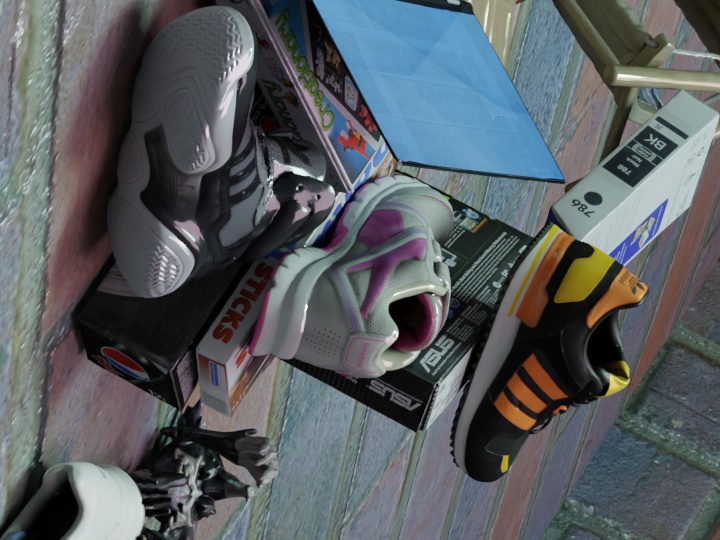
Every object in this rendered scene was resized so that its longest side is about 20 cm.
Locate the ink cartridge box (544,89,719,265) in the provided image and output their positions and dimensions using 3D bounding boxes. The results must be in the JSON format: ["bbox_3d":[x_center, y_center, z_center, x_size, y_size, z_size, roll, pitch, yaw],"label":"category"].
[{"bbox_3d":[0.167,-0.033,1.937,0.200,0.039,0.100,-42,157,-36],"label":"ink cartridge box"}]

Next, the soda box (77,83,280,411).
[{"bbox_3d":[-0.085,-0.023,1.681,0.200,0.071,0.063,-57,167,-21],"label":"soda box"}]

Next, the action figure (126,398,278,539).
[{"bbox_3d":[-0.112,0.158,1.882,0.200,0.102,0.119,-24,128,-68],"label":"action figure"}]

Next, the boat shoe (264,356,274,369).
[{"bbox_3d":[-0.048,0.013,1.873,0.072,0.068,0.200,-43,179,35],"label":"boat shoe"}]

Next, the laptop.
[{"bbox_3d":[0.059,-0.167,1.574,0.187,0.116,0.201,3,110,-58],"label":"laptop"}]

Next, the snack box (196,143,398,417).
[{"bbox_3d":[-0.036,-0.010,1.682,0.200,0.024,0.072,-57,164,-24],"label":"snack box"}]

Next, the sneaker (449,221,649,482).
[{"bbox_3d":[0.118,0.068,1.757,0.070,0.090,0.201,-48,159,-49],"label":"sneaker"}]

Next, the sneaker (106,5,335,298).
[{"bbox_3d":[-0.067,-0.072,1.560,0.113,0.076,0.200,-12,143,-31],"label":"sneaker"}]

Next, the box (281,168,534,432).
[{"bbox_3d":[0.000,0.000,1.795,0.200,0.193,0.048,-46,157,-54],"label":"box"}]

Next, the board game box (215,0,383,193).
[{"bbox_3d":[-0.018,-0.155,1.607,0.126,0.035,0.200,-56,144,-25],"label":"board game box"}]

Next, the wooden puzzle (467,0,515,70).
[{"bbox_3d":[0.072,-0.192,1.876,0.185,0.046,0.201,2,99,-77],"label":"wooden puzzle"}]

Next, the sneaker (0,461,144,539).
[{"bbox_3d":[-0.205,0.200,1.706,0.201,0.074,0.087,-67,156,-10],"label":"sneaker"}]

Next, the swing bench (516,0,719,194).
[{"bbox_3d":[0.206,-0.178,2.063,0.199,0.199,0.130,-13,142,-25],"label":"swing bench"}]

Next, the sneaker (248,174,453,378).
[{"bbox_3d":[0.014,0.013,1.668,0.200,0.088,0.082,-44,156,-53],"label":"sneaker"}]
